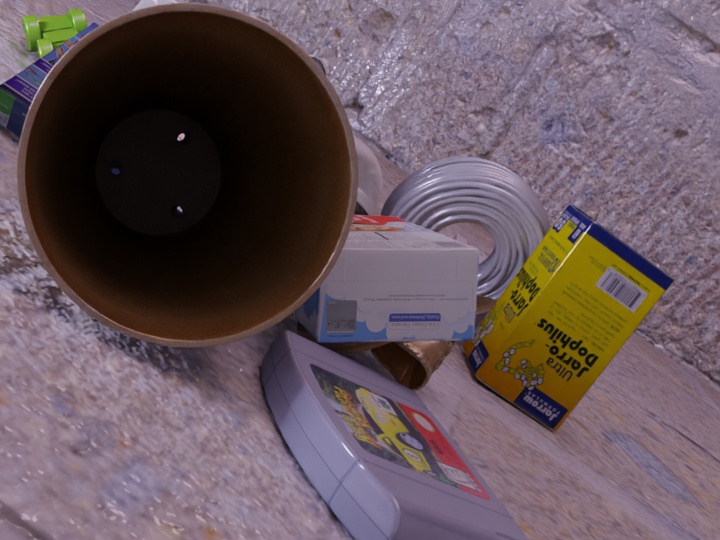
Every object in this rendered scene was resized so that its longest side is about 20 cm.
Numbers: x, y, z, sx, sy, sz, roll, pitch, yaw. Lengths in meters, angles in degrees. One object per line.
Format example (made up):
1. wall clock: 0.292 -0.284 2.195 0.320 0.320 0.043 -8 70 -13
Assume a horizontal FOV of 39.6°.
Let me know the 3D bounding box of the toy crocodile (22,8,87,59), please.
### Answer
1. toy crocodile: -0.316 -0.234 1.074 0.067 0.062 0.200 -15 37 -21

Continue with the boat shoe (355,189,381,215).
1. boat shoe: 0.017 -0.007 1.065 0.074 0.060 0.200 13 -33 53

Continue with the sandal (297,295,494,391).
1. sandal: 0.029 0.065 0.808 0.077 0.070 0.211 8 10 42

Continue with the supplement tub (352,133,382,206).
1. supplement tub: -0.074 -0.126 1.137 0.132 0.132 0.200 26 13 -39

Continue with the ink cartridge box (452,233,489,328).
1. ink cartridge box: 0.181 0.048 1.285 0.200 0.086 0.148 36 10 0

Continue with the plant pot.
1. plant pot: -0.120 -0.060 0.637 0.186 0.187 0.200 31 -4 -18

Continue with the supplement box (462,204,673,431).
1. supplement box: 0.214 0.047 1.060 0.109 0.200 0.109 34 10 -9

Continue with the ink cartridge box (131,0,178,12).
1. ink cartridge box: -0.214 -0.213 1.124 0.116 0.067 0.200 34 -24 -5

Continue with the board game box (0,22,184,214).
1. board game box: -0.179 -0.111 0.823 0.200 0.034 0.135 35 41 -1

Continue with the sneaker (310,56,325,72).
1. sneaker: -0.137 -0.163 0.999 0.108 0.201 0.068 12 61 -53

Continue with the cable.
1. cable: 0.118 -0.030 1.146 0.200 0.199 0.069 61 20 -25

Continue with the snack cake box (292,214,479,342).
1. snack cake box: 0.000 0.000 0.762 0.114 0.068 0.200 -1 10 -15

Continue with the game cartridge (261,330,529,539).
1. game cartridge: 0.013 0.109 0.605 0.133 0.041 0.200 23 15 -33
